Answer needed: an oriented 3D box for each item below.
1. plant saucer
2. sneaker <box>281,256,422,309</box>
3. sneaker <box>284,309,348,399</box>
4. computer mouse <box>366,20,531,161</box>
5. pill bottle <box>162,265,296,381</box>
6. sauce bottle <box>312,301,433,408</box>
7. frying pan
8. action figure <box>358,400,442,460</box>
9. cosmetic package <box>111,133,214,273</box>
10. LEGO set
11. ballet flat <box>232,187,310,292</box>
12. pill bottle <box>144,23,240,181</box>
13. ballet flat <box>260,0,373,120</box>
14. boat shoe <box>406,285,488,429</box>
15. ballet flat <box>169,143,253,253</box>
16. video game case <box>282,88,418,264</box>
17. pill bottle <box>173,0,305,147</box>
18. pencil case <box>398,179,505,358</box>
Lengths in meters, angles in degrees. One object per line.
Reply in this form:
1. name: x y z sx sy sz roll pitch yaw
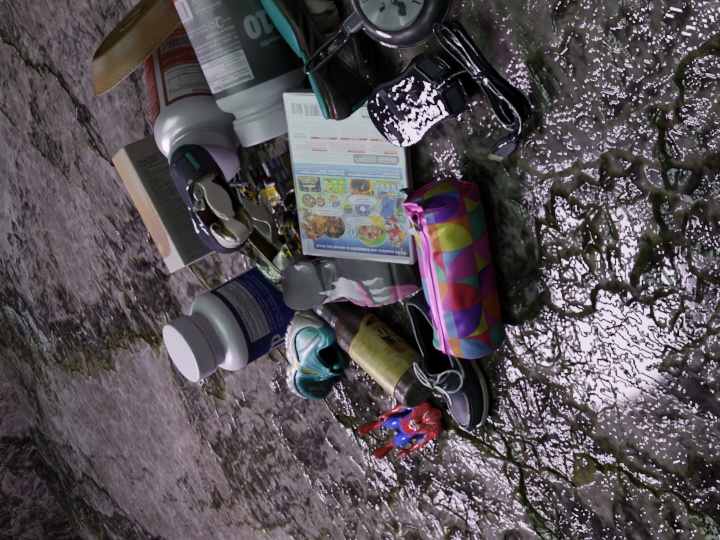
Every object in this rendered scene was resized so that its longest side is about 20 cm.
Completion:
1. plant saucer: -0.277 -0.305 1.349 0.035 0.200 0.200 43 158 -24
2. sneaker: 0.000 0.000 1.316 0.200 0.086 0.080 -2 98 36
3. sneaker: -0.059 0.129 1.506 0.080 0.078 0.200 24 150 19
4. computer mouse: 0.093 -0.161 1.062 0.140 0.046 0.200 48 151 -3
5. pill bottle: -0.170 0.071 1.508 0.120 0.200 0.120 38 144 35
6. sauce bottle: 0.013 0.094 1.379 0.200 0.065 0.065 41 145 30
7. frying pan: 0.003 -0.266 1.044 0.190 0.031 0.115 -8 100 31
8. action figure: 0.058 0.212 1.435 0.065 0.052 0.200 61 149 6
9. cosmetic package: -0.283 -0.109 1.627 0.071 0.105 0.200 -20 97 61
10. LEGO set: -0.092 -0.082 1.334 0.200 0.116 0.154 1 116 58
11. ballet flat: -0.125 -0.040 1.461 0.200 0.068 0.075 45 140 7
12. pill bottle: -0.208 -0.204 1.342 0.112 0.112 0.200 108 154 -53
13. ballet flat: -0.045 -0.247 1.158 0.200 0.068 0.068 62 173 21
14. boat shoe: 0.101 0.108 1.258 0.075 0.062 0.200 19 131 47
15. ballet flat: -0.171 -0.071 1.291 0.073 0.073 0.200 38 163 35
16. video game case: -0.010 -0.106 1.205 0.143 0.018 0.200 5 117 22
17. pill bottle: -0.132 -0.255 1.251 0.114 0.114 0.200 -2 114 58
18. pencil case: 0.099 -0.001 1.142 0.088 0.088 0.200 18 132 50
